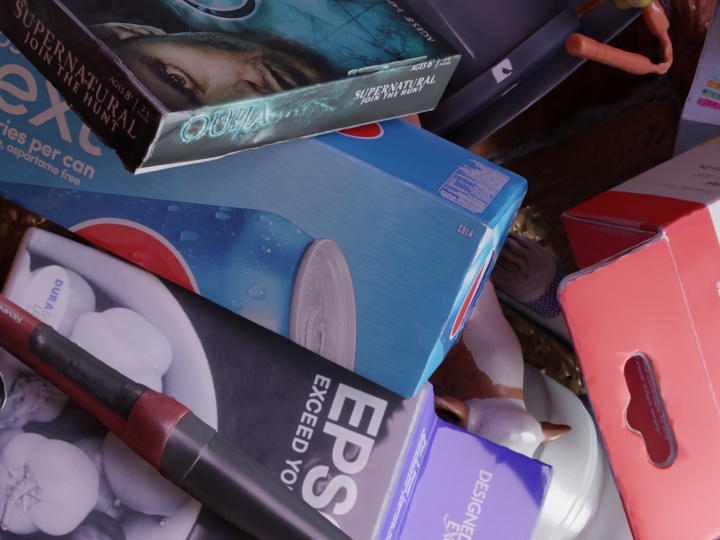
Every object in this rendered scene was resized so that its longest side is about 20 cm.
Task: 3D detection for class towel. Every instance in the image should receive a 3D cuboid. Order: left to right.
[{"bbox_3d":[0.111,0.036,0.959,0.200,0.147,0.024,35,90,-24],"label":"towel"}]

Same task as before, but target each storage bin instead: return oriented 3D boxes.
[{"bbox_3d":[0.040,-0.133,0.959,0.134,0.145,0.200,53,48,-5],"label":"storage bin"}]

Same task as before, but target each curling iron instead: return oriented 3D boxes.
[{"bbox_3d":[-0.066,0.060,0.755,0.200,0.026,0.050,29,91,-6],"label":"curling iron"}]

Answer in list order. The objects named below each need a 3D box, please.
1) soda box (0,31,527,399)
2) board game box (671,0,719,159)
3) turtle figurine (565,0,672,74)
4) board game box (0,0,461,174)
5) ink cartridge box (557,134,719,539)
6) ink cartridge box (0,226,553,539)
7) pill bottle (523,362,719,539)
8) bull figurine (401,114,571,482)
[{"bbox_3d":[-0.051,-0.037,0.800,0.200,0.068,0.064,26,21,8],"label":"soda box"},{"bbox_3d":[0.168,-0.078,1.031,0.043,0.200,0.199,16,59,10],"label":"board game box"},{"bbox_3d":[0.146,-0.148,0.902,0.200,0.064,0.162,-11,69,-25],"label":"turtle figurine"},{"bbox_3d":[-0.079,-0.112,0.781,0.135,0.028,0.200,-17,53,-46],"label":"board game box"},{"bbox_3d":[0.150,0.011,0.856,0.200,0.067,0.116,-25,107,-22],"label":"ink cartridge box"},{"bbox_3d":[-0.051,0.112,0.777,0.200,0.043,0.198,21,71,-6],"label":"ink cartridge box"},{"bbox_3d":[0.110,0.117,0.959,0.200,0.112,0.112,35,57,-32],"label":"pill bottle"},{"bbox_3d":[0.000,0.000,0.883,0.065,0.121,0.200,-19,91,-44],"label":"bull figurine"}]
